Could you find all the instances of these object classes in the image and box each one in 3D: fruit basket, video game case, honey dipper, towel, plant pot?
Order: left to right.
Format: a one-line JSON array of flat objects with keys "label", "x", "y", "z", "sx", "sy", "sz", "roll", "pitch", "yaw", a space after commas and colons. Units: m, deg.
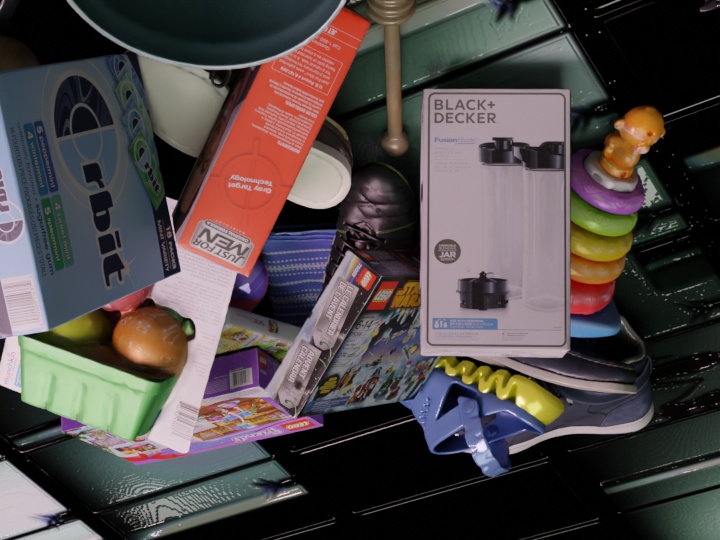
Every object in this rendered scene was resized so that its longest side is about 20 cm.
[{"label": "fruit basket", "x": -0.198, "y": 0.029, "z": 1.392, "sx": 0.184, "sy": 0.201, "sz": 0.094, "roll": 17, "pitch": -175, "yaw": 12}, {"label": "plant pot", "x": -0.098, "y": -0.250, "z": 1.095, "sx": 0.199, "sy": 0.135, "sz": 0.201, "roll": 2, "pitch": 139, "yaw": 2}, {"label": "video game case", "x": -0.124, "y": 0.089, "z": 1.515, "sx": 0.199, "sy": 0.023, "sz": 0.182, "roll": -23, "pitch": 152, "yaw": 36}, {"label": "towel", "x": -0.010, "y": 0.028, "z": 1.494, "sx": 0.144, "sy": 0.024, "sz": 0.201, "roll": -1, "pitch": 139, "yaw": 6}, {"label": "honey dipper", "x": 0.023, "y": -0.158, "z": 1.272, "sx": 0.038, "sy": 0.038, "sz": 0.201, "roll": 1, "pitch": 142, "yaw": 2}]

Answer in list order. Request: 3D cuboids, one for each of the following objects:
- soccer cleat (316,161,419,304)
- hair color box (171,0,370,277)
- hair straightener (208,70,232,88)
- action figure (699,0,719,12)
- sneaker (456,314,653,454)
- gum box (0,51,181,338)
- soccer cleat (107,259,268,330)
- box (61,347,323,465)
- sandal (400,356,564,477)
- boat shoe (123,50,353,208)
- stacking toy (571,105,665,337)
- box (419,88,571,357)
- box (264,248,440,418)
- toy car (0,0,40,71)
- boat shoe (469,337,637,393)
[{"label": "soccer cleat", "x": 0.000, "y": 0.000, "z": 1.376, "sx": 0.067, "sy": 0.081, "sz": 0.201, "roll": 25, "pitch": 135, "yaw": 12}, {"label": "hair color box", "x": -0.068, "y": -0.106, "z": 1.209, "sx": 0.061, "sy": 0.102, "sz": 0.201, "roll": 23, "pitch": 99, "yaw": -13}, {"label": "hair straightener", "x": -0.163, "y": -0.194, "z": 1.188, "sx": 0.041, "sy": 0.077, "sz": 0.200, "roll": -38, "pitch": 118, "yaw": 13}, {"label": "action figure", "x": 0.278, "y": -0.226, "z": 1.128, "sx": 0.118, "sy": 0.102, "sz": 0.200, "roll": -21, "pitch": 133, "yaw": 9}, {"label": "sneaker", "x": 0.165, "y": 0.099, "z": 1.514, "sx": 0.201, "sy": 0.077, "sz": 0.146, "roll": -10, "pitch": 149, "yaw": 2}, {"label": "gum box", "x": -0.202, "y": -0.059, "z": 1.172, "sx": 0.044, "sy": 0.200, "sz": 0.171, "roll": -8, "pitch": 97, "yaw": 21}, {"label": "soccer cleat", "x": -0.175, "y": 0.031, "z": 1.457, "sx": 0.199, "sy": 0.076, "sz": 0.067, "roll": -13, "pitch": 94, "yaw": 23}, {"label": "box", "x": -0.150, "y": 0.126, "z": 1.515, "sx": 0.199, "sy": 0.039, "sz": 0.137, "roll": -14, "pitch": 156, "yaw": 19}, {"label": "sandal", "x": 0.078, "y": 0.122, "z": 1.476, "sx": 0.199, "sy": 0.087, "sz": 0.079, "roll": 14, "pitch": 163, "yaw": 43}, {"label": "boat shoe", "x": -0.095, "y": -0.119, "z": 1.295, "sx": 0.201, "sy": 0.060, "sz": 0.072, "roll": 29, "pitch": 125, "yaw": -13}, {"label": "stacking toy", "x": 0.185, "y": -0.053, "z": 1.343, "sx": 0.115, "sy": 0.110, "sz": 0.201, "roll": 9, "pitch": 128, "yaw": -22}, {"label": "box", "x": 0.102, "y": -0.036, "z": 1.281, "sx": 0.116, "sy": 0.201, "sz": 0.060, "roll": 2, "pitch": 172, "yaw": 3}, {"label": "box", "x": 0.019, "y": 0.048, "z": 1.366, "sx": 0.200, "sy": 0.040, "sz": 0.137, "roll": -2, "pitch": 126, "yaw": -60}, {"label": "toy car", "x": -0.253, "y": -0.118, "z": 1.252, "sx": 0.157, "sy": 0.165, "sz": 0.201, "roll": 6, "pitch": 127, "yaw": -3}, {"label": "boat shoe", "x": 0.154, "y": 0.061, "z": 1.427, "sx": 0.075, "sy": 0.062, "sz": 0.199, "roll": 19, "pitch": 177, "yaw": -42}]
